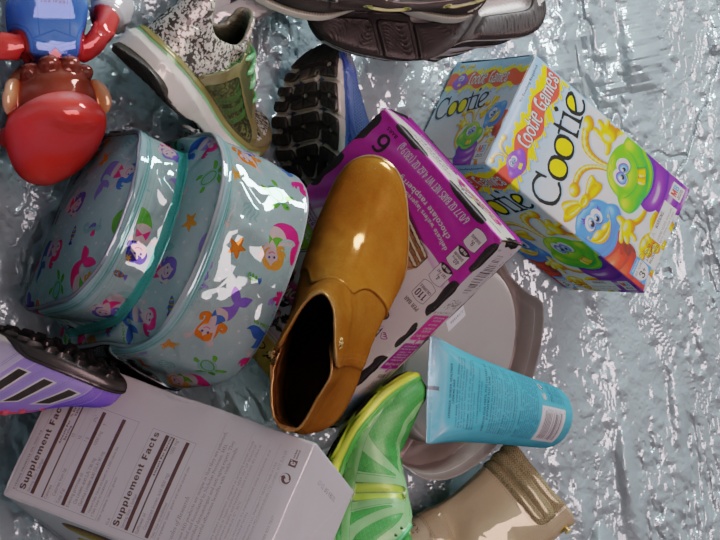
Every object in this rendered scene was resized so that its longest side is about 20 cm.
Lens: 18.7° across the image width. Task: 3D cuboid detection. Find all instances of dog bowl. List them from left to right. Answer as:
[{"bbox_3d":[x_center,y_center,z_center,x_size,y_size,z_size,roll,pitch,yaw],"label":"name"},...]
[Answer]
[{"bbox_3d":[0.062,0.061,1.723,0.199,0.058,0.202,-23,121,-44],"label":"dog bowl"}]

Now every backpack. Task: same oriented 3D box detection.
[{"bbox_3d":[-0.131,-0.011,1.524,0.150,0.199,0.179,29,75,-33],"label":"backpack"}]

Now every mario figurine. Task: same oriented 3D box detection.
[{"bbox_3d":[-0.229,-0.159,1.542,0.106,0.122,0.202,25,62,-76],"label":"mario figurine"}]

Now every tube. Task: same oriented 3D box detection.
[{"bbox_3d":[0.100,0.102,1.679,0.200,0.050,0.078,18,67,-59],"label":"tube"}]

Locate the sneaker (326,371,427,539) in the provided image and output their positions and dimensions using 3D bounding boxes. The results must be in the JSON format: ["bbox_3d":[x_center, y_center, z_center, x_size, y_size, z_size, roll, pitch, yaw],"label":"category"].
[{"bbox_3d":[0.005,0.169,1.592,0.083,0.074,0.201,26,74,-3],"label":"sneaker"}]

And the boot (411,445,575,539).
[{"bbox_3d":[0.118,0.255,1.776,0.155,0.073,0.201,-37,106,-16],"label":"boot"}]

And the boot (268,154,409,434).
[{"bbox_3d":[-0.014,0.014,1.495,0.070,0.144,0.203,13,88,7],"label":"boot"}]

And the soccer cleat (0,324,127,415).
[{"bbox_3d":[-0.258,0.071,1.479,0.198,0.068,0.074,15,92,-4],"label":"soccer cleat"}]

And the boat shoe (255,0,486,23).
[{"bbox_3d":[0.009,-0.222,1.596,0.199,0.061,0.072,1,79,-23],"label":"boat shoe"}]

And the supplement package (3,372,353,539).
[{"bbox_3d":[-0.124,0.154,1.518,0.110,0.199,0.114,-66,157,-16],"label":"supplement package"}]

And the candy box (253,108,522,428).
[{"bbox_3d":[0.000,0.000,1.607,0.200,0.137,0.061,-46,164,13],"label":"candy box"}]

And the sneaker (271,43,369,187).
[{"bbox_3d":[-0.009,-0.079,1.699,0.089,0.078,0.202,-22,112,-41],"label":"sneaker"}]

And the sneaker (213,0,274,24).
[{"bbox_3d":[-0.086,-0.256,1.635,0.198,0.079,0.130,-32,94,-16],"label":"sneaker"}]

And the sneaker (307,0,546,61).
[{"bbox_3d":[0.035,-0.185,1.699,0.199,0.115,0.076,-6,81,-27],"label":"sneaker"}]

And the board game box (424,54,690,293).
[{"bbox_3d":[0.156,-0.076,1.794,0.200,0.105,0.104,36,71,-30],"label":"board game box"}]

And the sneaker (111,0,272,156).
[{"bbox_3d":[-0.096,-0.143,1.575,0.089,0.077,0.200,-47,156,3],"label":"sneaker"}]
